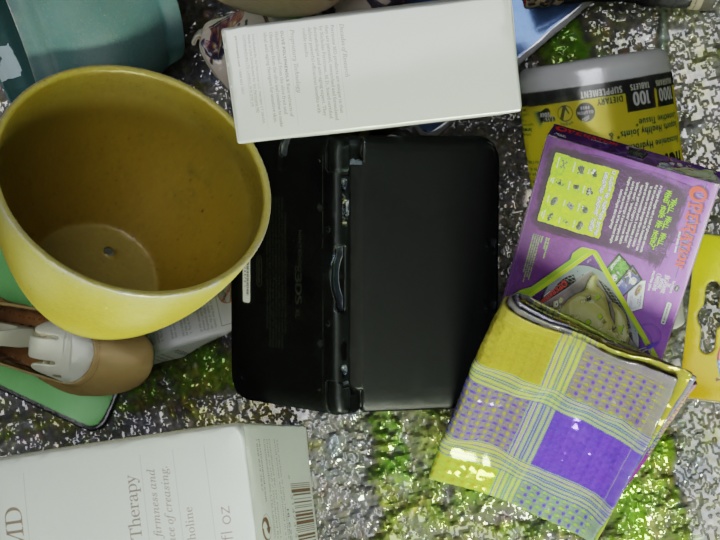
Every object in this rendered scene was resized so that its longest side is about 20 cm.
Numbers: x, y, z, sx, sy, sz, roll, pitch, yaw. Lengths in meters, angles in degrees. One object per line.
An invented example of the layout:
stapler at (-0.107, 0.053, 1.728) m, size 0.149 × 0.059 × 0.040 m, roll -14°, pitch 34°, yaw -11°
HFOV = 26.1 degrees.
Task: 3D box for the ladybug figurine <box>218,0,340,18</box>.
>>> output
ladybug figurine at (-0.081, -0.261, 1.098) m, size 0.200 × 0.072 × 0.136 m, roll 38°, pitch 108°, yaw -19°

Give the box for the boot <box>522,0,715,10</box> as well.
boot at (0.189, -0.290, 1.173) m, size 0.150 × 0.073 × 0.201 m, roll -5°, pitch 90°, yaw 1°

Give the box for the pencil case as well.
pencil case at (-0.038, -0.207, 1.199) m, size 0.200 × 0.078 × 0.090 m, roll -34°, pitch 97°, yaw 26°

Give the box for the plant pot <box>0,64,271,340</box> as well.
plant pot at (-0.181, -0.028, 1.139) m, size 0.199 × 0.142 × 0.201 m, roll 12°, pitch 52°, yaw -16°

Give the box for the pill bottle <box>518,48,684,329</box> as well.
pill bottle at (0.181, -0.055, 1.132) m, size 0.112 × 0.112 × 0.201 m, roll -8°, pitch 97°, yaw 12°

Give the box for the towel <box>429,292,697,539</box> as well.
towel at (0.138, 0.109, 1.107) m, size 0.143 × 0.023 × 0.200 m, roll 24°, pitch 132°, yaw 3°

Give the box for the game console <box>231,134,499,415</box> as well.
game console at (0.000, 0.000, 1.161) m, size 0.176 × 0.116 × 0.201 m, roll 4°, pitch 96°, yaw 43°

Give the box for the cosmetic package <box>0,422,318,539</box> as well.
cosmetic package at (-0.146, 0.208, 1.164) m, size 0.199 × 0.166 × 0.168 m, roll -10°, pitch 83°, yaw 13°

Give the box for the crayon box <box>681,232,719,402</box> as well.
crayon box at (0.337, 0.044, 1.126) m, size 0.199 × 0.051 × 0.127 m, roll 7°, pitch 86°, yaw 13°

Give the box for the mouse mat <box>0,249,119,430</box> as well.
mouse mat at (-0.244, 0.014, 1.288) m, size 0.161 × 0.008 × 0.201 m, roll 23°, pitch 91°, yaw 14°

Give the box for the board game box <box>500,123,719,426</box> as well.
board game box at (0.164, 0.008, 1.076) m, size 0.120 × 0.032 × 0.201 m, roll 20°, pitch 118°, yaw 13°

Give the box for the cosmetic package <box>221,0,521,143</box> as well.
cosmetic package at (0.010, -0.143, 1.101) m, size 0.199 × 0.108 × 0.085 m, roll -8°, pitch 98°, yaw 2°

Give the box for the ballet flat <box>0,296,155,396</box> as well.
ballet flat at (-0.254, 0.059, 1.211) m, size 0.199 × 0.063 × 0.069 m, roll 8°, pitch 93°, yaw 29°

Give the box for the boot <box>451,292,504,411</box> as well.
boot at (0.066, 0.012, 1.192) m, size 0.131 × 0.070 × 0.201 m, roll 7°, pitch 97°, yaw 11°

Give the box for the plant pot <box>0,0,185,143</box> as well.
plant pot at (-0.220, -0.202, 1.224) m, size 0.134 × 0.200 × 0.201 m, roll -23°, pitch 79°, yaw -17°

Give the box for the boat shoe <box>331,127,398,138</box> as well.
boat shoe at (-0.009, -0.136, 1.208) m, size 0.202 × 0.075 × 0.075 m, roll -46°, pitch 63°, yaw 13°

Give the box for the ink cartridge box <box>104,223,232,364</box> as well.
ink cartridge box at (-0.145, -0.016, 1.240) m, size 0.199 × 0.057 × 0.163 m, roll -15°, pitch 81°, yaw 9°

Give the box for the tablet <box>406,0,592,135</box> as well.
tablet at (0.089, -0.213, 1.229) m, size 0.200 × 0.014 × 0.130 m, roll -41°, pitch 78°, yaw 7°
